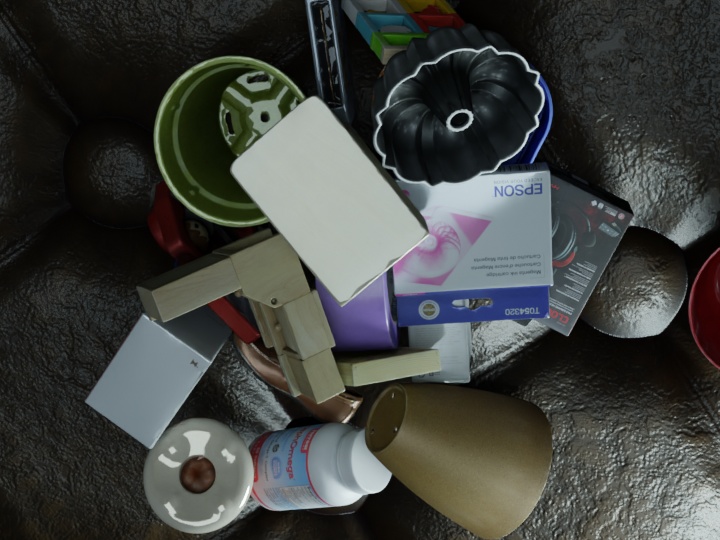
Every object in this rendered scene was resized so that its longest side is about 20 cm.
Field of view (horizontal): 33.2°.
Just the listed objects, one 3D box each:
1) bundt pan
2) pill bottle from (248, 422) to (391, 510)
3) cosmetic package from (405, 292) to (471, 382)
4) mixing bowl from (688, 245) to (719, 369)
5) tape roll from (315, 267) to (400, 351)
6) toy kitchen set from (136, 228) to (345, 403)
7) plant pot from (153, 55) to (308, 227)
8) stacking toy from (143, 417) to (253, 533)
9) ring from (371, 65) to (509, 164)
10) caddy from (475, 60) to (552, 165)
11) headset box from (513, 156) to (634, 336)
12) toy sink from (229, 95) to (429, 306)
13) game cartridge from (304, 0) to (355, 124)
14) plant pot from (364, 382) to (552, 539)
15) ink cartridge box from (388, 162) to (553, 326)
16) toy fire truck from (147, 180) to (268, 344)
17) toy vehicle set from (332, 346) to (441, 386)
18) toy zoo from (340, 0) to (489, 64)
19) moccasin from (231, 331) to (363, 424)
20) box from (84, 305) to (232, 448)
[{"bbox_3d":[0.099,-0.191,1.347,0.200,0.076,0.203,-12,140,-10],"label":"bundt pan"},{"bbox_3d":[-0.056,0.261,1.609,0.199,0.109,0.110,-15,106,42],"label":"pill bottle"},{"bbox_3d":[0.100,0.031,1.559,0.080,0.113,0.202,-1,108,7],"label":"cosmetic package"},{"bbox_3d":[0.504,0.028,1.504,0.198,0.108,0.203,2,108,7],"label":"mixing bowl"},{"bbox_3d":[0.000,0.000,1.516,0.084,0.200,0.202,-2,107,8],"label":"tape roll"},{"bbox_3d":[-0.150,0.074,1.432,0.179,0.163,0.202,-24,102,-20],"label":"toy kitchen set"},{"bbox_3d":[-0.134,-0.173,1.490,0.198,0.184,0.203,2,106,7],"label":"plant pot"},{"bbox_3d":[-0.204,0.281,1.637,0.144,0.200,0.148,-1,78,4],"label":"stacking toy"},{"bbox_3d":[0.112,-0.203,1.535,0.198,0.019,0.203,2,107,6],"label":"ring"},{"bbox_3d":[0.150,-0.171,1.473,0.140,0.105,0.202,24,108,-1],"label":"caddy"},{"bbox_3d":[0.236,-0.024,1.541,0.147,0.075,0.201,26,108,-2],"label":"headset box"},{"bbox_3d":[-0.034,-0.086,1.348,0.130,0.112,0.200,-39,100,8],"label":"toy sink"},{"bbox_3d":[-0.036,-0.271,1.474,0.041,0.133,0.202,-5,107,10],"label":"game cartridge"},{"bbox_3d":[0.111,0.224,1.541,0.199,0.187,0.187,24,110,-26],"label":"plant pot"},{"bbox_3d":[0.133,-0.024,1.457,0.194,0.043,0.202,-4,108,4],"label":"ink cartridge box"},{"bbox_3d":[-0.190,-0.019,1.538,0.111,0.169,0.200,-30,124,15],"label":"toy fire truck"},{"bbox_3d":[-0.002,0.118,1.520,0.123,0.199,0.027,-7,92,-27],"label":"toy vehicle set"},{"bbox_3d":[0.057,-0.294,1.430,0.130,0.201,0.021,-2,124,-18],"label":"toy zoo"},{"bbox_3d":[-0.086,0.134,1.635,0.201,0.074,0.078,37,102,-3],"label":"moccasin"},{"bbox_3d":[-0.252,0.110,1.583,0.106,0.200,0.153,35,107,-4],"label":"box"}]
